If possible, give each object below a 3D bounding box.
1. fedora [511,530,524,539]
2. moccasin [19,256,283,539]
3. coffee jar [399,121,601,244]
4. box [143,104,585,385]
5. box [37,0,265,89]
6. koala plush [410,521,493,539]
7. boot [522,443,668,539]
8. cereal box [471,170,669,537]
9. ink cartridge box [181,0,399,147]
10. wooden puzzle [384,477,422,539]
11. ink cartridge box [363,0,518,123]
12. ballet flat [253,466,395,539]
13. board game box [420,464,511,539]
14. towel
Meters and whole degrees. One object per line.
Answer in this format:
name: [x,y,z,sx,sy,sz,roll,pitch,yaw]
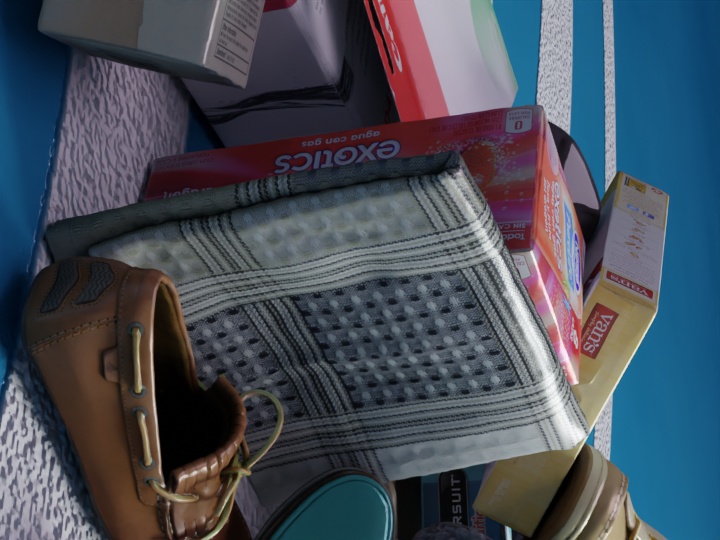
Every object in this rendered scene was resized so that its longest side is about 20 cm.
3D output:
fedora: [0.091,0.234,1.250,0.092,0.201,0.201,47,25,-4]
moccasin: [-0.080,0.073,0.836,0.074,0.078,0.202,-72,154,-48]
coffee jar: [0.053,-0.041,1.087,0.085,0.104,0.200,65,-15,-13]
box: [0.000,0.000,0.909,0.103,0.200,0.095,67,24,-45]
box: [-0.072,-0.188,0.833,0.095,0.078,0.200,17,86,-82]
koala plush: [0.075,0.257,0.919,0.177,0.184,0.200,38,80,-26]
boot: [0.163,0.169,1.022,0.073,0.155,0.200,-58,170,-18]
cereal box: [0.117,0.039,1.028,0.144,0.039,0.200,-64,178,21]
ink cartridge box: [-0.045,-0.152,1.002,0.200,0.084,0.145,60,30,-51]
wooden puzzle: [0.018,0.140,1.148,0.200,0.037,0.185,-74,164,-60]
ink cartridge box: [0.035,-0.150,1.000,0.200,0.050,0.161,-68,141,-75]
ballet flat: [-0.046,0.183,0.880,0.200,0.067,0.064,-66,-167,-18]
board game box: [0.064,0.171,1.117,0.151,0.047,0.200,70,17,-70]
towel: [-0.018,0.034,0.852,0.193,0.200,0.035,61,27,-43]
